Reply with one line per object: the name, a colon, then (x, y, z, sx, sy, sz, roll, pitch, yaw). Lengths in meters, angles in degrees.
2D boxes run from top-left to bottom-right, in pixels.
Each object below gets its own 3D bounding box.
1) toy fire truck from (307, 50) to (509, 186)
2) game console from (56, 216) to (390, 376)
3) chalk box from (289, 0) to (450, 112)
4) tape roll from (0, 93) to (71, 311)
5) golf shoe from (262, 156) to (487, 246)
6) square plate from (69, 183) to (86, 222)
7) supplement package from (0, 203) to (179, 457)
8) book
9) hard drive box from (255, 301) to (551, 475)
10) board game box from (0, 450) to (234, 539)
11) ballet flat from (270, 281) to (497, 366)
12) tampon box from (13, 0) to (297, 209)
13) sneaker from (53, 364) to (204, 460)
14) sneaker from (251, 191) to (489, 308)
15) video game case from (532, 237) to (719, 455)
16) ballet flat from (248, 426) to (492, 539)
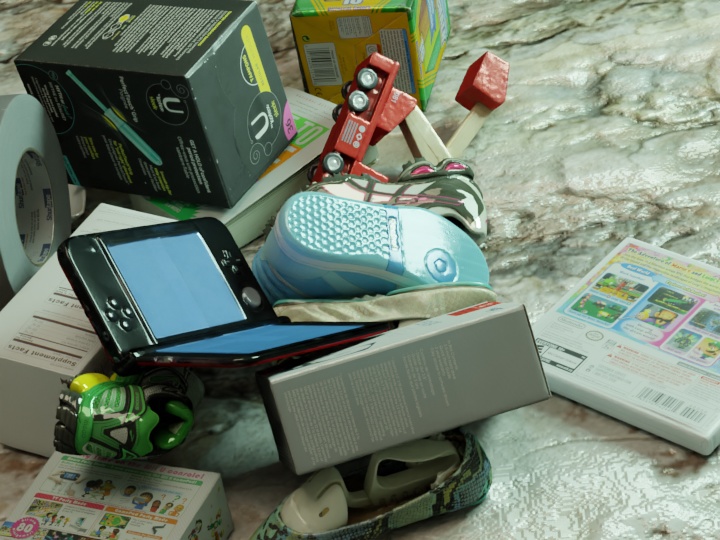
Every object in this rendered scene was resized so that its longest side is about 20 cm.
toy fire truck: (0.045, -0.129, 1.876, 0.141, 0.049, 0.200, 26, 70, -13)
game console: (-0.105, 0.014, 1.577, 0.200, 0.119, 0.172, -11, 67, -55)
chalk box: (0.018, -0.262, 2.023, 0.124, 0.124, 0.200, 1, 40, 15)
tape roll: (-0.316, -0.053, 1.779, 0.066, 0.200, 0.200, -4, 38, 11)
golf shoe: (0.014, -0.041, 1.785, 0.200, 0.077, 0.088, -16, 45, -5)
square plate: (-0.358, -0.090, 1.977, 0.200, 0.028, 0.198, -8, 37, 4)
supplement package: (-0.216, 0.053, 1.688, 0.109, 0.114, 0.200, 13, 43, 26)
book: (-0.102, -0.094, 1.910, 0.200, 0.048, 0.134, -36, 42, -25)
hard drive box: (0.028, 0.088, 1.554, 0.200, 0.077, 0.156, -16, 2, -8)
board game box: (-0.204, 0.227, 1.505, 0.147, 0.064, 0.200, 8, 42, 24)
ballet flat: (0.018, 0.053, 1.688, 0.200, 0.067, 0.062, -6, 65, 12)
tampon box: (-0.186, -0.161, 1.869, 0.200, 0.150, 0.126, 9, 44, 31)
sneaker: (-0.163, 0.115, 1.572, 0.085, 0.078, 0.200, 14, 12, 14)
sneaker: (0.000, 0.000, 1.738, 0.200, 0.131, 0.080, 17, 57, -21)
video game case: (0.247, 0.056, 1.641, 0.200, 0.024, 0.182, 22, 48, 37)
ballet flat: (0.002, 0.166, 1.526, 0.200, 0.074, 0.074, -21, 38, -12)
